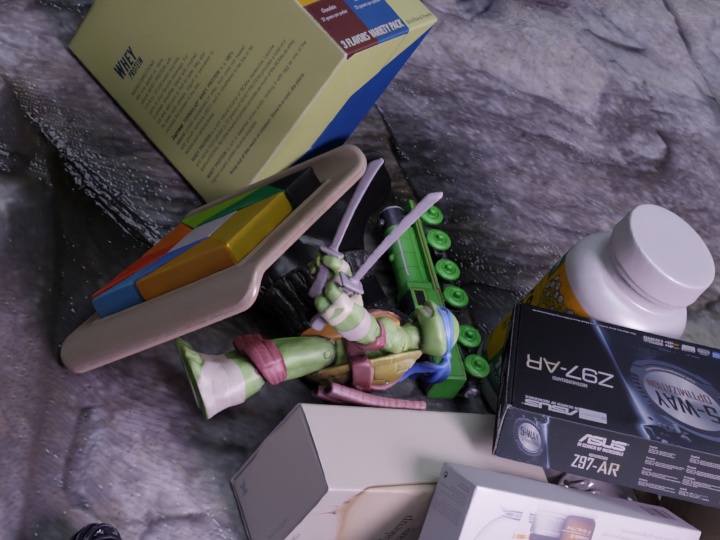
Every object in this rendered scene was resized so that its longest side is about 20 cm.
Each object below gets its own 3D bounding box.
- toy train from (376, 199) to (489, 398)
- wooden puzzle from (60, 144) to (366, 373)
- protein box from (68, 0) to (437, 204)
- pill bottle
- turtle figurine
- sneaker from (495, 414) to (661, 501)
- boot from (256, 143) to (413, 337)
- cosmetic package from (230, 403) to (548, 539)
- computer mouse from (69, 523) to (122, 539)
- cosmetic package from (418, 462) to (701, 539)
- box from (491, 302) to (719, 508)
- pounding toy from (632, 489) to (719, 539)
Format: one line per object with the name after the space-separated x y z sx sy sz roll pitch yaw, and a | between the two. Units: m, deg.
0.056 0.022 1.461 0.056 0.042 0.200 4 50 -24 | toy train
-0.105 -0.016 1.245 0.037 0.185 0.200 58 36 -17 | wooden puzzle
-0.089 -0.190 1.417 0.200 0.199 0.135 48 38 10 | protein box
0.189 0.041 1.419 0.113 0.200 0.113 23 41 -21 | pill bottle
-0.037 0.019 1.238 0.194 0.200 0.144 -19 39 -9 | turtle figurine
0.188 0.171 1.394 0.200 0.073 0.071 27 36 -17 | sneaker
-0.001 0.002 1.394 0.158 0.079 0.211 39 47 10 | boot
0.023 0.153 1.249 0.200 0.104 0.073 5 50 -36 | cosmetic package
-0.110 0.248 1.089 0.200 0.053 0.139 25 38 -2 | computer mouse
0.126 0.227 1.226 0.200 0.151 0.052 14 9 -29 | cosmetic package
0.200 0.099 1.286 0.200 0.044 0.160 13 27 2 | box
0.274 0.232 1.333 0.200 0.142 0.184 21 82 -23 | pounding toy
